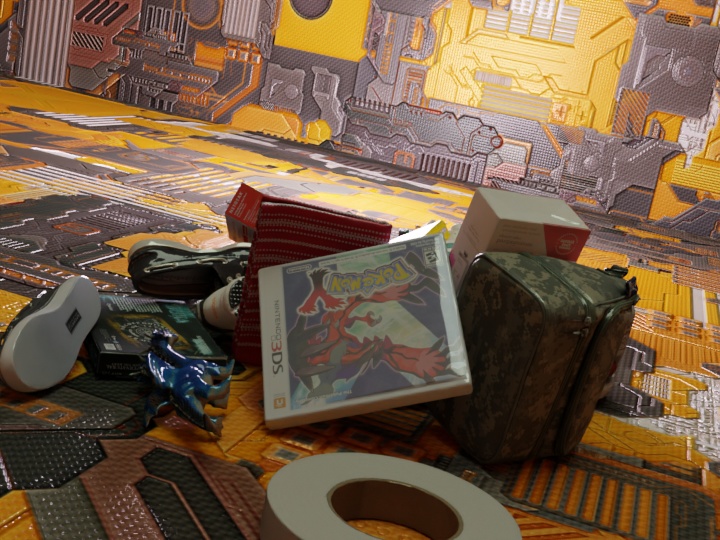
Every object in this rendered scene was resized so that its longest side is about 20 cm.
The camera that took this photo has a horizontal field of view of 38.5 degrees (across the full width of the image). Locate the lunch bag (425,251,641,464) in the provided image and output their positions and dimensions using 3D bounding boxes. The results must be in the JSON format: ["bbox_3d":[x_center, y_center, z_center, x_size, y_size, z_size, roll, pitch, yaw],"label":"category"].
[{"bbox_3d":[0.182,0.084,1.037,0.167,0.201,0.139,1,24,-36],"label":"lunch bag"}]

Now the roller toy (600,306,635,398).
[{"bbox_3d":[0.242,0.067,1.275,0.198,0.141,0.182,13,11,-15],"label":"roller toy"}]

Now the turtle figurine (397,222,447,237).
[{"bbox_3d":[0.070,-0.015,1.599,0.199,0.102,0.150,-10,5,-20],"label":"turtle figurine"}]

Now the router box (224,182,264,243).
[{"bbox_3d":[-0.094,-0.037,1.405,0.179,0.049,0.200,29,-9,-2],"label":"router box"}]

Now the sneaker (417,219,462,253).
[{"bbox_3d":[0.120,-0.013,1.267,0.070,0.094,0.199,39,-7,-34],"label":"sneaker"}]

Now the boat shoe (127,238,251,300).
[{"bbox_3d":[-0.179,0.005,1.239,0.199,0.074,0.061,8,39,-23],"label":"boat shoe"}]

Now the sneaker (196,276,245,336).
[{"bbox_3d":[-0.115,0.046,1.243,0.080,0.074,0.199,-18,-18,34],"label":"sneaker"}]

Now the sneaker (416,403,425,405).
[{"bbox_3d":[0.104,0.111,1.156,0.198,0.074,0.081,9,9,-19],"label":"sneaker"}]

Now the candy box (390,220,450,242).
[{"bbox_3d":[0.000,0.000,1.178,0.199,0.027,0.102,-21,13,34],"label":"candy box"}]

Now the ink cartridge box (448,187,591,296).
[{"bbox_3d":[0.150,0.018,1.111,0.116,0.201,0.068,5,32,-24],"label":"ink cartridge box"}]

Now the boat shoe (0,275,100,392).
[{"bbox_3d":[-0.320,0.064,1.015,0.066,0.070,0.200,-18,23,12],"label":"boat shoe"}]

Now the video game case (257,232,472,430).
[{"bbox_3d":[-0.001,0.056,1.014,0.198,0.023,0.183,-11,53,5],"label":"video game case"}]

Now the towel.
[{"bbox_3d":[-0.055,0.025,1.104,0.143,0.201,0.023,12,27,-3],"label":"towel"}]

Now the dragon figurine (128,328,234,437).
[{"bbox_3d":[-0.170,0.110,0.944,0.099,0.059,0.200,9,16,-6],"label":"dragon figurine"}]

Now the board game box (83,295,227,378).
[{"bbox_3d":[-0.236,0.070,1.128,0.134,0.028,0.200,6,14,-24],"label":"board game box"}]

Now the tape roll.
[{"bbox_3d":[0.023,0.198,0.787,0.201,0.037,0.203,11,14,-3],"label":"tape roll"}]
